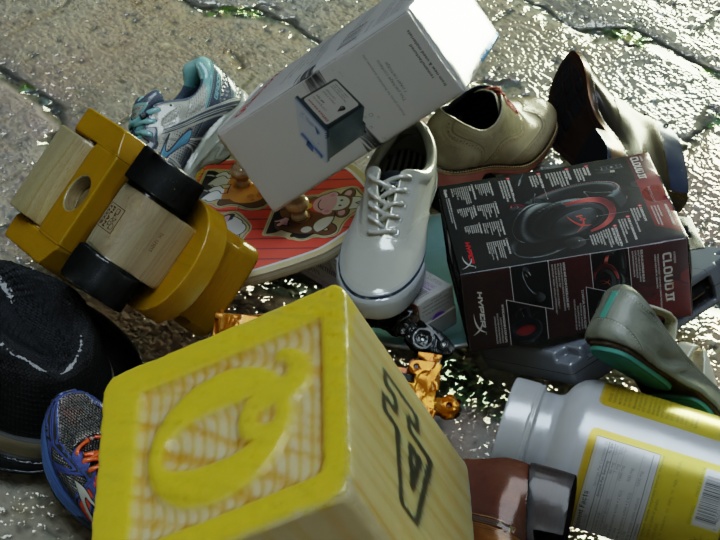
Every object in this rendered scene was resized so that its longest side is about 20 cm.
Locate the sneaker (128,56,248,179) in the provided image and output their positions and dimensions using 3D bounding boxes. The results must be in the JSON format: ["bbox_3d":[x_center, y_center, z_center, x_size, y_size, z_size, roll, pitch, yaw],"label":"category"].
[{"bbox_3d":[-0.175,-0.101,1.776,0.077,0.087,0.200,-4,38,52],"label":"sneaker"}]

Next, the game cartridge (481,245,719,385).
[{"bbox_3d":[0.200,0.032,1.715,0.199,0.042,0.133,-29,16,-29],"label":"game cartridge"}]

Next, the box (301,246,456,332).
[{"bbox_3d":[0.000,0.000,1.720,0.041,0.039,0.200,-28,37,-30],"label":"box"}]

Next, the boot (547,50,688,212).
[{"bbox_3d":[0.232,-0.121,1.920,0.096,0.075,0.201,17,36,-21],"label":"boot"}]

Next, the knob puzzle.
[{"bbox_3d":[-0.074,-0.055,1.759,0.218,0.031,0.220,-7,33,5],"label":"knob puzzle"}]

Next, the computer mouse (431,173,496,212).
[{"bbox_3d":[0.134,-0.048,1.836,0.199,0.034,0.059,31,47,21],"label":"computer mouse"}]

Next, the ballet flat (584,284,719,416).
[{"bbox_3d":[0.239,0.073,1.619,0.067,0.200,0.064,6,66,40],"label":"ballet flat"}]

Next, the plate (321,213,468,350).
[{"bbox_3d":[0.068,0.015,1.740,0.199,0.026,0.201,-7,32,4],"label":"plate"}]

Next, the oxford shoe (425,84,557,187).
[{"bbox_3d":[0.121,-0.128,1.846,0.070,0.075,0.200,33,33,21],"label":"oxford shoe"}]

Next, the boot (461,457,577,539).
[{"bbox_3d":[0.042,0.212,1.516,0.199,0.069,0.190,9,74,12],"label":"boot"}]

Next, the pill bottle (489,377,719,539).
[{"bbox_3d":[0.202,0.147,1.588,0.199,0.112,0.112,17,44,9],"label":"pill bottle"}]

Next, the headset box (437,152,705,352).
[{"bbox_3d":[0.170,-0.018,1.670,0.198,0.075,0.149,-10,30,-1],"label":"headset box"}]

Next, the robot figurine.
[{"bbox_3d":[-0.021,0.094,1.627,0.198,0.058,0.146,9,73,-1],"label":"robot figurine"}]

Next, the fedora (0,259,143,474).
[{"bbox_3d":[-0.255,0.059,1.620,0.199,0.092,0.201,5,44,-5],"label":"fedora"}]

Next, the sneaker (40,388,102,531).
[{"bbox_3d":[-0.167,0.164,1.514,0.075,0.079,0.201,-19,63,-30],"label":"sneaker"}]

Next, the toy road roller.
[{"bbox_3d":[-0.174,-0.027,1.664,0.123,0.146,0.200,-56,38,-2],"label":"toy road roller"}]

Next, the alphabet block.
[{"bbox_3d":[-0.046,0.167,1.401,0.194,0.200,0.197,-24,38,16],"label":"alphabet block"}]

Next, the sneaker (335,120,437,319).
[{"bbox_3d":[0.020,-0.045,1.669,0.072,0.071,0.201,1,40,9],"label":"sneaker"}]

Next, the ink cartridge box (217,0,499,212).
[{"bbox_3d":[0.000,-0.151,1.710,0.086,0.199,0.147,52,27,-10],"label":"ink cartridge box"}]
